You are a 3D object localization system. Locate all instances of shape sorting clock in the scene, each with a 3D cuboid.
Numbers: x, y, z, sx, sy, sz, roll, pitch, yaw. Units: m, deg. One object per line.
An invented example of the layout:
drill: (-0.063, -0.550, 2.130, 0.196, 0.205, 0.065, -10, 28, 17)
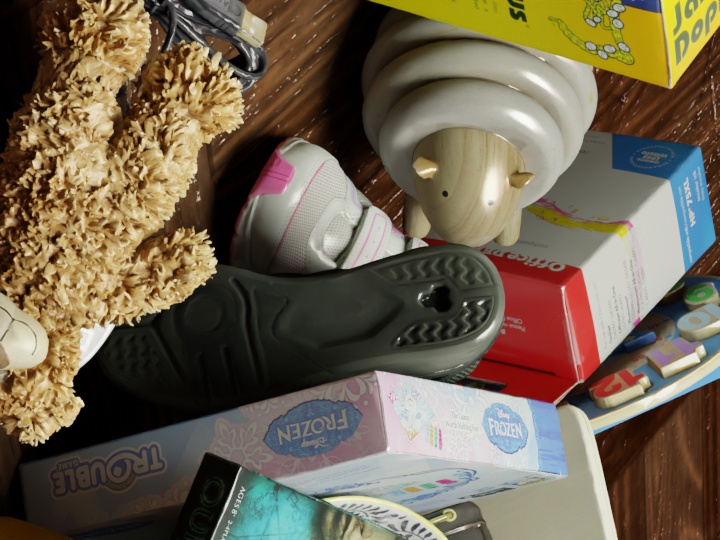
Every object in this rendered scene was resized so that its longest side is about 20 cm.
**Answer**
shape sorting clock: (0.131, 0.049, 1.720, 0.200, 0.199, 0.039, -42, 118, -42)

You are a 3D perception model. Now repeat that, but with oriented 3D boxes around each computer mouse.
computer mouse: (-0.122, -0.048, 1.356, 0.109, 0.044, 0.201, 28, 87, -33)

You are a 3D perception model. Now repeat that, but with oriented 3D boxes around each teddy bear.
teddy bear: (-0.128, -0.024, 1.294, 0.200, 0.067, 0.145, -45, 116, -13)

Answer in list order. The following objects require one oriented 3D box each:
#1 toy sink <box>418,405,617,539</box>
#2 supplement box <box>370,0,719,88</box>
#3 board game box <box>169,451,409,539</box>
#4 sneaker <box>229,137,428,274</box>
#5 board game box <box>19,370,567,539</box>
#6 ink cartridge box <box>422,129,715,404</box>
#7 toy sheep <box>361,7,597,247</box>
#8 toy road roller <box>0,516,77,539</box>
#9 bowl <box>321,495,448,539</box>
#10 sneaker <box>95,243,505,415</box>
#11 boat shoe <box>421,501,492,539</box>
toy sink: (0.075, 0.169, 1.629, 0.112, 0.199, 0.131, 18, 55, -53)
supplement box: (0.090, -0.187, 1.491, 0.109, 0.199, 0.110, -50, 145, -32)
board game box: (-0.058, 0.195, 1.351, 0.135, 0.028, 0.201, 27, 83, -48)
sneaker: (0.000, 0.000, 1.561, 0.082, 0.088, 0.200, -62, 150, -16)
board game box: (-0.029, 0.097, 1.464, 0.199, 0.199, 0.044, 12, 65, -62)
ink cartridge box: (0.103, -0.003, 1.703, 0.200, 0.116, 0.067, -43, 132, -42)
toy sheep: (0.063, -0.098, 1.579, 0.138, 0.137, 0.201, 67, 21, -51)
toy road roller: (-0.161, 0.208, 1.371, 0.146, 0.122, 0.201, -50, 144, -35)
bowl: (-0.044, 0.198, 1.456, 0.200, 0.094, 0.202, -9, 105, -36)
sneaker: (-0.027, 0.038, 1.466, 0.114, 0.198, 0.077, 79, 1, -73)
boat shoe: (-0.024, 0.174, 1.561, 0.072, 0.200, 0.061, 58, 17, -67)
